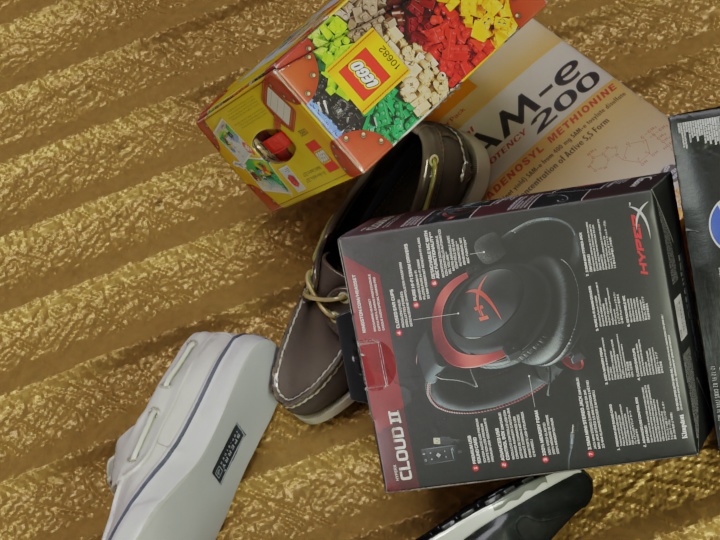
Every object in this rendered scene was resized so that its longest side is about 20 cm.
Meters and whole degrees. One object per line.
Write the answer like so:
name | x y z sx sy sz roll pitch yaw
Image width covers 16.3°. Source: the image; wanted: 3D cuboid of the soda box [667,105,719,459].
soda box | 0.216 0.009 1.373 0.063 0.071 0.201 -8 91 13

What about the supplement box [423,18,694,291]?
supplement box | 0.120 -0.053 1.506 0.126 0.074 0.200 -42 54 -11

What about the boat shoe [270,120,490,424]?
boat shoe | 0.000 0.000 1.474 0.072 0.059 0.200 43 107 36

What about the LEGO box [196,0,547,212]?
LEGO box | 0.002 -0.119 1.444 0.149 0.200 0.077 -43 97 -15

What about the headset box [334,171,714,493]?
headset box | 0.083 0.036 1.388 0.200 0.075 0.149 -9 97 17

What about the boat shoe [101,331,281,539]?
boat shoe | -0.116 0.117 1.476 0.066 0.072 0.200 10 60 29

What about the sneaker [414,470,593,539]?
sneaker | 0.055 0.184 1.384 0.200 0.076 0.088 -31 87 -18
